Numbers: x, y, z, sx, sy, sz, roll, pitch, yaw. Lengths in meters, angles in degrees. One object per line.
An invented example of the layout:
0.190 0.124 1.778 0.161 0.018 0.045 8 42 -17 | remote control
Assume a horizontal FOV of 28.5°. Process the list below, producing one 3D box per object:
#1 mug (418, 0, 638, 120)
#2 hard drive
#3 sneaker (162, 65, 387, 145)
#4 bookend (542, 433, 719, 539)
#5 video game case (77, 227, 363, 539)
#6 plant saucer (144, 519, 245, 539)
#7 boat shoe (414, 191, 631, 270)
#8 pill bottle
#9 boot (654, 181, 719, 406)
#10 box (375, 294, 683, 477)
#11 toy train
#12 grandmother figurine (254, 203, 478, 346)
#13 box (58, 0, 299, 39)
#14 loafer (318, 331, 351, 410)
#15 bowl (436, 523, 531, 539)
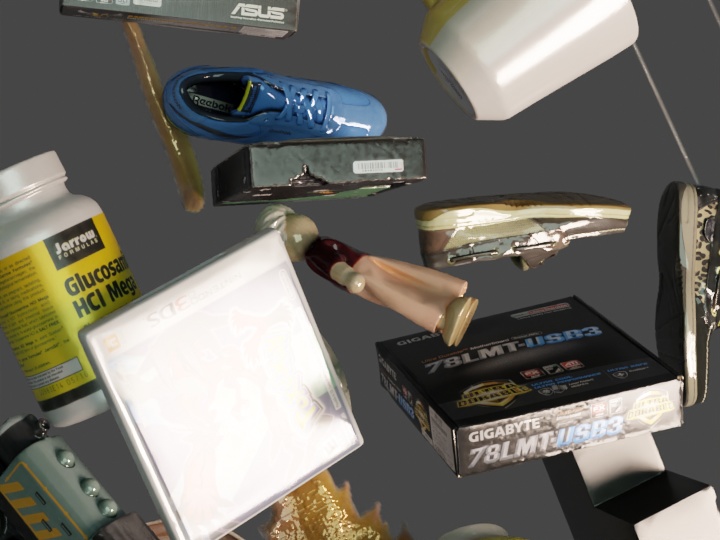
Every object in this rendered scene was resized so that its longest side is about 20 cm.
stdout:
0.125 -0.218 1.233 0.153 0.187 0.150 -39 132 -3 | mug
-0.039 -0.079 1.139 0.138 0.200 0.038 -4 89 -13 | hard drive
-0.068 -0.134 1.196 0.198 0.078 0.067 5 87 -16 | sneaker
0.236 0.182 1.210 0.091 0.199 0.202 -24 95 -11 | bookend
-0.105 0.095 1.123 0.181 0.023 0.202 -30 109 -26 | video game case
-0.159 0.307 1.193 0.198 0.034 0.203 0 89 -14 | plant saucer
0.143 -0.033 1.259 0.198 0.073 0.066 -2 102 -11 | boat shoe
-0.239 0.013 1.132 0.112 0.112 0.201 -26 97 -13 | pill bottle
0.352 0.021 1.301 0.152 0.073 0.206 0 86 -10 | boot
0.135 0.091 1.184 0.198 0.199 0.050 -11 112 -14 | box
-0.234 0.206 1.113 0.200 0.085 0.114 47 111 15 | toy train
0.000 0.000 1.195 0.199 0.121 0.061 26 84 12 | grandmother figurine
-0.147 -0.285 1.189 0.198 0.048 0.160 5 89 -15 | box
-0.067 0.073 1.206 0.070 0.069 0.201 -43 116 -51 | loafer
0.105 0.283 1.212 0.198 0.201 0.108 -6 50 -14 | bowl
